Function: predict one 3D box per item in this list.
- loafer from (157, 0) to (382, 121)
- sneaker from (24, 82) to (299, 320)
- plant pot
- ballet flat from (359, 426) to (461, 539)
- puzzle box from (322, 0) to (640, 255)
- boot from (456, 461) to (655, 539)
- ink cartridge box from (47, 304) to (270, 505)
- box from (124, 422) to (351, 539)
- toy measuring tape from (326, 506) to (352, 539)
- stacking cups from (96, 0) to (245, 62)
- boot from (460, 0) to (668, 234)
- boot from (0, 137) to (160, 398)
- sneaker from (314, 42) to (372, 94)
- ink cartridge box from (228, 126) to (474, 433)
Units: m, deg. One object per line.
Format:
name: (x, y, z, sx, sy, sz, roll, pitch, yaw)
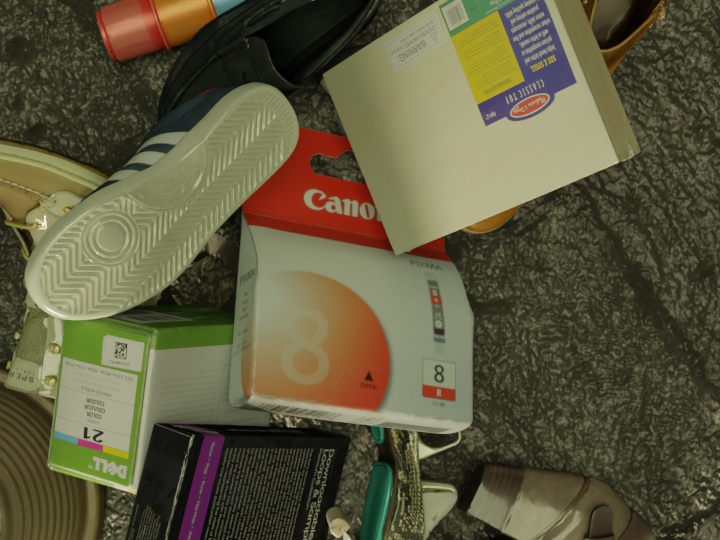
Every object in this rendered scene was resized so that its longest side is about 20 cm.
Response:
loafer: (-0.063, -0.147, 0.837, 0.200, 0.071, 0.068, -38, 131, 22)
sneaker: (-0.130, -0.046, 0.786, 0.200, 0.084, 0.075, -39, 118, -18)
plant pot: (-0.279, 0.164, 0.845, 0.199, 0.093, 0.203, 0, 90, -4)
ballet flat: (0.035, 0.128, 0.875, 0.075, 0.068, 0.202, 1, 86, -12)
puzzle box: (0.067, -0.098, 0.766, 0.025, 0.199, 0.134, -21, 90, -41)
boot: (0.115, 0.233, 0.878, 0.146, 0.070, 0.201, 27, 96, -10)
ink cartridge box: (-0.131, 0.128, 0.818, 0.075, 0.148, 0.202, 10, 94, 28)
box: (-0.080, 0.173, 0.808, 0.036, 0.200, 0.144, 14, 89, 30)
toy measuring tape: (-0.029, 0.265, 0.858, 0.073, 0.074, 0.202, -8, 102, -2)
stacking cups: (-0.085, -0.193, 0.877, 0.199, 0.061, 0.061, -19, 91, 3)
boot: (0.120, -0.118, 0.776, 0.070, 0.144, 0.202, 30, 84, -6)
boot: (-0.208, 0.003, 0.816, 0.199, 0.072, 0.156, 22, 86, -43)
sneaker: (0.069, -0.103, 0.873, 0.200, 0.067, 0.109, -3, 88, -5)
ink cartridge box: (0.000, 0.000, 0.829, 0.161, 0.050, 0.202, 10, 74, -25)
